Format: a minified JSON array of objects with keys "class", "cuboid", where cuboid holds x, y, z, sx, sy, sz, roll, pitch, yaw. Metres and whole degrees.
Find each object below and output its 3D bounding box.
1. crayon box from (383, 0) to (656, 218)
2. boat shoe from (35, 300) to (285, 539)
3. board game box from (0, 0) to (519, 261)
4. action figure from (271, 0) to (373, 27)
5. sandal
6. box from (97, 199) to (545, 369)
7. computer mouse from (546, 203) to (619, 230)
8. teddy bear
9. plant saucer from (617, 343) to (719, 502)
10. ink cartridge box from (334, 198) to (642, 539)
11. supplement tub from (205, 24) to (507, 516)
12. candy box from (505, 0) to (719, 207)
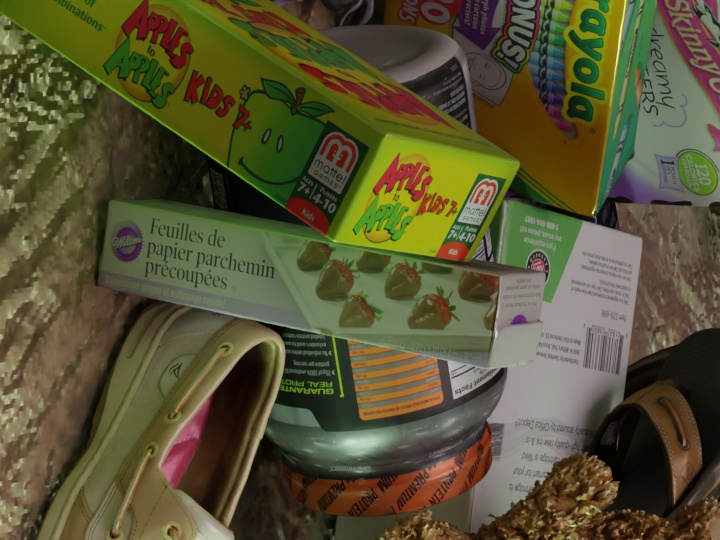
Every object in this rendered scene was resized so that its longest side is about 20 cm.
[{"class":"crayon box","cuboid":[0.075,-0.132,1.342,0.058,0.118,0.201,-55,158,-45]},{"class":"boat shoe","cuboid":[-0.085,0.106,1.225,0.074,0.069,0.201,41,60,-51]},{"class":"board game box","cuboid":[-0.044,-0.075,1.149,0.101,0.200,0.048,9,112,-57]},{"class":"action figure","cuboid":[-0.015,-0.201,1.302,0.130,0.069,0.201,-57,144,-57]},{"class":"sandal","cuboid":[0.137,0.097,1.428,0.055,0.082,0.200,50,58,-23]},{"class":"box","cuboid":[-0.018,0.004,1.196,0.041,0.199,0.039,-1,101,-58]},{"class":"computer mouse","cuboid":[0.128,0.029,1.590,0.059,0.034,0.201,-68,152,-54]},{"class":"teddy bear","cuboid":[0.080,0.146,1.317,0.199,0.067,0.146,-15,134,-14]},{"class":"plant saucer","cuboid":[0.159,0.121,1.493,0.032,0.199,0.201,35,64,-41]},{"class":"ink cartridge box","cuboid":[0.063,0.070,1.437,0.146,0.084,0.201,14,82,-57]},{"class":"supplement tub","cuboid":[0.000,0.000,1.297,0.122,0.122,0.201,-33,121,-51]},{"class":"candy box","cuboid":[0.149,-0.120,1.444,0.072,0.199,0.169,-49,132,-43]}]
